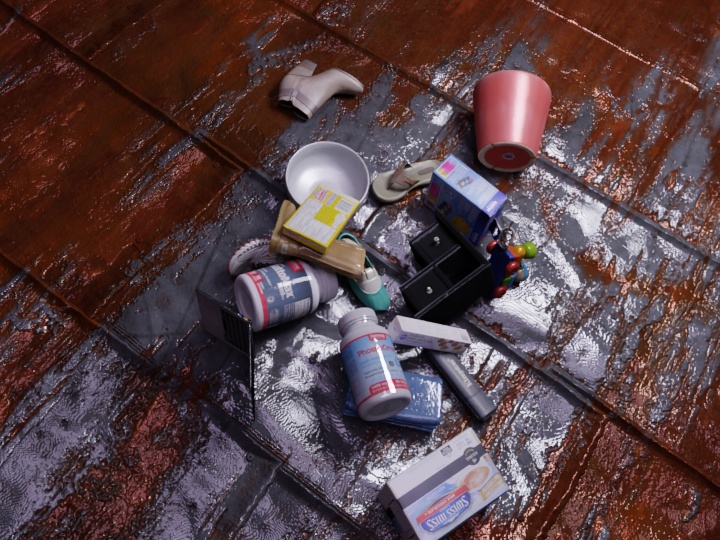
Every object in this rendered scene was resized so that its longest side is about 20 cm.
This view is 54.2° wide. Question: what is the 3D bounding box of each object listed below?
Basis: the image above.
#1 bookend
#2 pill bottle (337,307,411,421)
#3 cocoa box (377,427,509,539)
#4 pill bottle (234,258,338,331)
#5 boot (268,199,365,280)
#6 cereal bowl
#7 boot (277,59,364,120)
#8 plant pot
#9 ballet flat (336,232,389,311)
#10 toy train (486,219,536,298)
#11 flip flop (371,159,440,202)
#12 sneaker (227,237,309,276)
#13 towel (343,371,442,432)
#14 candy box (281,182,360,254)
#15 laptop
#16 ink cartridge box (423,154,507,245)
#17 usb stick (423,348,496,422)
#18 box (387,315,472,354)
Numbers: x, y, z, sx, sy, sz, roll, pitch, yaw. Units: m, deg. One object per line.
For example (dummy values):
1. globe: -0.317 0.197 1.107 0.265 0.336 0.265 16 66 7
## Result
1. bookend: 0.154 0.003 1.529 0.197 0.093 0.201 -35 54 -4
2. pill bottle: 0.020 0.180 1.379 0.107 0.109 0.203 -13 60 -13
3. cocoa box: 0.151 0.413 1.310 0.198 0.134 0.132 -27 69 -18
4. pill bottle: -0.152 0.042 1.471 0.197 0.120 0.121 -18 65 -29
5. boot: -0.087 -0.063 1.493 0.196 0.067 0.177 16 39 -6
6. cereal bowl: -0.078 -0.193 1.629 0.195 0.084 0.204 2 63 -5
7. boot: -0.106 -0.442 1.772 0.197 0.070 0.148 22 68 7
8. plant pot: 0.363 -0.352 1.712 0.196 0.201 0.181 9 70 -2
9. ballet flat: 0.000 0.000 1.544 0.067 0.071 0.202 -27 69 -19
10. toy train: 0.337 -0.038 1.526 0.114 0.202 0.085 -14 50 -31
11. flip flop: 0.114 -0.224 1.681 0.197 0.058 0.082 -21 66 -16
12. sneaker: -0.193 -0.026 1.532 0.196 0.078 0.083 -18 67 -15
13. towel: 0.068 0.256 1.431 0.196 0.049 0.113 10 58 0
14. candy box: -0.080 -0.114 1.483 0.101 0.027 0.201 24 38 7
15. laptop: -0.258 0.166 1.361 0.198 0.188 0.117 29 62 9
16. ink cartridge box: 0.250 -0.151 1.613 0.199 0.137 0.076 39 66 14
17. usb stick: 0.206 0.227 1.470 0.055 0.033 0.201 -28 68 -25
18. box: 0.145 0.134 1.447 0.197 0.039 0.042 13 39 -36
